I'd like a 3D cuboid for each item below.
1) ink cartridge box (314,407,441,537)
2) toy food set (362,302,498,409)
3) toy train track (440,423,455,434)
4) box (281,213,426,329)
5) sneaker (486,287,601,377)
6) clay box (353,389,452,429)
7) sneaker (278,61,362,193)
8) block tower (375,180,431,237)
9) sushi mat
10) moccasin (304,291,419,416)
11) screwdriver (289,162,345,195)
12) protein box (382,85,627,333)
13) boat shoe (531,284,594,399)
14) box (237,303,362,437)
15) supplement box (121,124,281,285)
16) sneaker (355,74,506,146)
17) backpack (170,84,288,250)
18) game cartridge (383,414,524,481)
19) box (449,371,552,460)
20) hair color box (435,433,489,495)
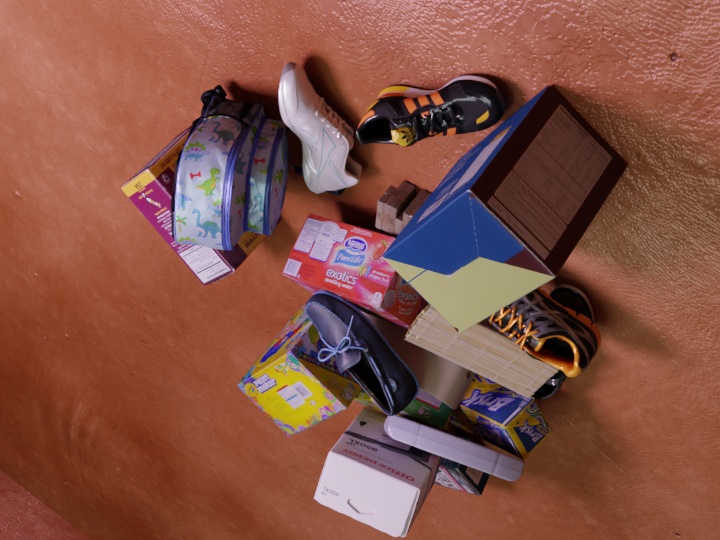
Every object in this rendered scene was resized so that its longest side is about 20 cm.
[{"bbox_3d":[0.034,0.293,1.677,0.143,0.200,0.085,20,107,10],"label":"ink cartridge box"},{"bbox_3d":[0.084,0.087,1.629,0.199,0.145,0.060,28,173,18],"label":"toy food set"},{"bbox_3d":[0.107,0.196,1.816,0.114,0.033,0.201,9,142,41],"label":"toy train track"},{"bbox_3d":[0.000,0.000,1.595,0.199,0.101,0.095,17,169,41],"label":"box"},{"bbox_3d":[0.213,0.065,1.447,0.198,0.077,0.079,26,129,3],"label":"sneaker"},{"bbox_3d":[0.053,0.195,1.727,0.114,0.048,0.200,25,170,-14],"label":"clay box"},{"bbox_3d":[-0.051,-0.192,1.517,0.079,0.071,0.202,-1,133,24],"label":"sneaker"},{"bbox_3d":[0.118,-0.051,1.512,0.198,0.054,0.058,27,144,18],"label":"block tower"},{"bbox_3d":[0.162,0.108,1.533,0.198,0.012,0.096,26,141,-6],"label":"sushi mat"},{"bbox_3d":[-0.003,0.113,1.550,0.200,0.068,0.081,43,144,2],"label":"moccasin"},{"bbox_3d":[-0.105,-0.150,1.642,0.198,0.028,0.029,22,113,28],"label":"screwdriver"},{"bbox_3d":[0.165,-0.068,1.318,0.135,0.200,0.198,44,145,-6],"label":"protein box"},{"bbox_3d":[0.264,0.100,1.535,0.073,0.063,0.203,29,143,18],"label":"boat shoe"},{"bbox_3d":[-0.057,0.128,1.753,0.122,0.193,0.200,45,145,-8],"label":"box"},{"bbox_3d":[-0.241,-0.100,1.732,0.200,0.131,0.103,50,144,-15],"label":"supplement box"},{"bbox_3d":[0.082,-0.179,1.372,0.198,0.090,0.070,3,131,42],"label":"sneaker"},{"bbox_3d":[-0.176,-0.126,1.559,0.145,0.201,0.185,10,122,6],"label":"backpack"},{"bbox_3d":[0.130,0.252,1.620,0.198,0.041,0.133,19,170,1],"label":"game cartridge"},{"bbox_3d":[0.187,0.205,1.667,0.199,0.064,0.070,18,144,59],"label":"box"},{"bbox_3d":[0.109,0.308,1.890,0.198,0.061,0.100,7,149,39],"label":"hair color box"}]
